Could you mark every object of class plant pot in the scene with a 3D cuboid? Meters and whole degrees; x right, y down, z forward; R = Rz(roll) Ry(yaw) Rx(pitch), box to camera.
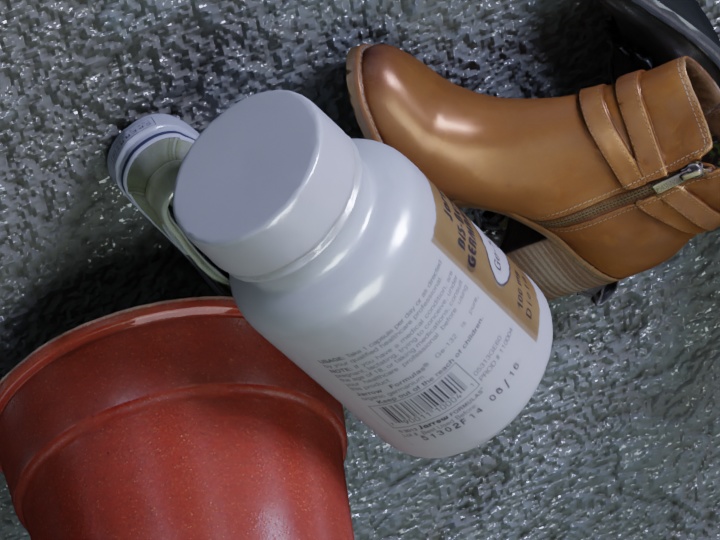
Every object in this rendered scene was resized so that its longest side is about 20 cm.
[{"bbox_3d":[-0.084,0.150,1.552,0.200,0.195,0.201,-10,148,-7],"label":"plant pot"}]

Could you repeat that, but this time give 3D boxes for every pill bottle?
[{"bbox_3d":[0.000,0.000,1.489,0.114,0.114,0.200,-40,132,8],"label":"pill bottle"}]

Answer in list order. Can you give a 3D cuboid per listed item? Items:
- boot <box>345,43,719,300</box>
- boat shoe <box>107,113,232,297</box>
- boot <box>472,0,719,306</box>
[{"bbox_3d":[0.102,-0.070,1.526,0.155,0.077,0.200,-26,120,35],"label":"boot"},{"bbox_3d":[-0.057,-0.009,1.560,0.072,0.062,0.200,-44,134,12],"label":"boat shoe"},{"bbox_3d":[0.130,-0.071,1.611,0.174,0.069,0.200,-37,129,16],"label":"boot"}]
